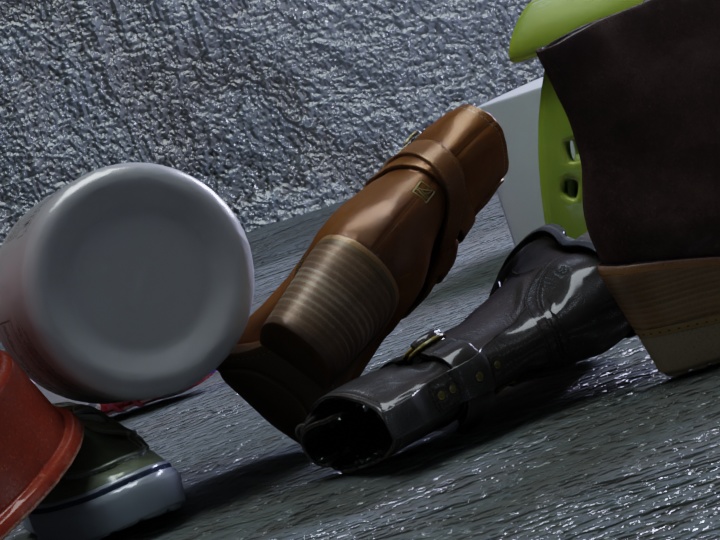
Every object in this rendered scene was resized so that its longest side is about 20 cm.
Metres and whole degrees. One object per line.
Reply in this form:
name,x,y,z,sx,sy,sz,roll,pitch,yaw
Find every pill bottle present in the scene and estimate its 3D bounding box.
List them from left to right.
pill bottle,-0.128,0.010,1.510,0.114,0.115,0.200,-20,1,-15

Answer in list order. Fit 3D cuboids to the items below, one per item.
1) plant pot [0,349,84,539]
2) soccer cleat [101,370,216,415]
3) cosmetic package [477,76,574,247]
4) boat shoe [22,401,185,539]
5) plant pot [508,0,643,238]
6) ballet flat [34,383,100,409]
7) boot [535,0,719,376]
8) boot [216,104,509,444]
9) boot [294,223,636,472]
plant pot,-0.267,0.052,1.399,0.201,0.195,0.201,-31,16,10
soccer cleat,-0.183,0.080,1.999,0.200,0.067,0.077,-12,37,16
cosmetic package,0.218,-0.105,2.135,0.199,0.123,0.200,-17,6,27
boat shoe,-0.143,0.099,1.489,0.072,0.062,0.200,-20,5,-20
plant pot,0.206,-0.103,1.776,0.199,0.182,0.200,-18,4,20
ballet flat,-0.230,0.120,1.767,0.067,0.046,0.200,23,35,32
boot,0.193,-0.058,1.347,0.200,0.167,0.072,-19,5,-5
boot,0.000,0.000,1.495,0.155,0.077,0.200,-51,-7,-20
boot,0.044,0.042,1.431,0.174,0.069,0.200,-28,0,-17
